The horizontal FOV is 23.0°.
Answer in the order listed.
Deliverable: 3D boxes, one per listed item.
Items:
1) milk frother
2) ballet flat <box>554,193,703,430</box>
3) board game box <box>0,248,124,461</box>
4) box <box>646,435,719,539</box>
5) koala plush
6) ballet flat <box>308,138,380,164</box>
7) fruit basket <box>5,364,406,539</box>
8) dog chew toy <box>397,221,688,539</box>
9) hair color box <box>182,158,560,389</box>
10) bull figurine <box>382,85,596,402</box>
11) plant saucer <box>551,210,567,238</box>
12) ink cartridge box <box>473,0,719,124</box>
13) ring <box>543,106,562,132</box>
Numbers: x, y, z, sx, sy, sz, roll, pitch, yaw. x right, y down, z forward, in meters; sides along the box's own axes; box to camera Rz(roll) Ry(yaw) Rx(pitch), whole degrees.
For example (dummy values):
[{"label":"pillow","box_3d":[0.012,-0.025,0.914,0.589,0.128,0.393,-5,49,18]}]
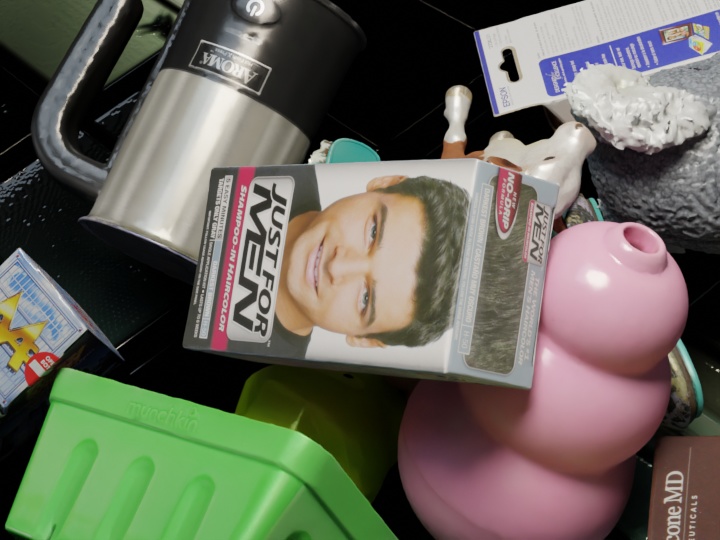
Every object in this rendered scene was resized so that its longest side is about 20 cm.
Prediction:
[{"label":"milk frother","box_3d":[-0.096,-0.085,1.174,0.180,0.200,0.188,21,80,28]},{"label":"ballet flat","box_3d":[0.129,0.028,0.999,0.072,0.072,0.200,-21,35,0]},{"label":"board game box","box_3d":[-0.219,0.068,1.007,0.200,0.200,0.062,-40,85,-21]},{"label":"box","box_3d":[0.240,0.134,0.844,0.199,0.075,0.100,-5,44,19]},{"label":"koala plush","box_3d":[0.207,-0.052,0.917,0.199,0.177,0.184,11,71,19]},{"label":"ballet flat","box_3d":[-0.022,-0.001,1.056,0.072,0.072,0.200,-6,35,16]},{"label":"fruit basket","box_3d":[-0.055,0.104,0.941,0.215,0.156,0.216,-19,42,18]},{"label":"dog chew toy","box_3d":[0.097,0.058,0.882,0.124,0.200,0.125,16,37,-13]},{"label":"hair color box","box_3d":[0.000,0.000,0.874,0.200,0.061,0.099,2,81,48]},{"label":"bull figurine","box_3d":[0.057,-0.020,0.946,0.065,0.200,0.122,19,37,-15]},{"label":"plant saucer","box_3d":[0.047,-0.025,1.078,0.200,0.019,0.070,-13,38,39]},{"label":"ink cartridge box","box_3d":[0.179,-0.146,1.160,0.199,0.037,0.095,-13,43,5]},{"label":"ring","box_3d":[0.218,-0.128,1.165,0.200,0.019,0.201,-11,44,11]}]
